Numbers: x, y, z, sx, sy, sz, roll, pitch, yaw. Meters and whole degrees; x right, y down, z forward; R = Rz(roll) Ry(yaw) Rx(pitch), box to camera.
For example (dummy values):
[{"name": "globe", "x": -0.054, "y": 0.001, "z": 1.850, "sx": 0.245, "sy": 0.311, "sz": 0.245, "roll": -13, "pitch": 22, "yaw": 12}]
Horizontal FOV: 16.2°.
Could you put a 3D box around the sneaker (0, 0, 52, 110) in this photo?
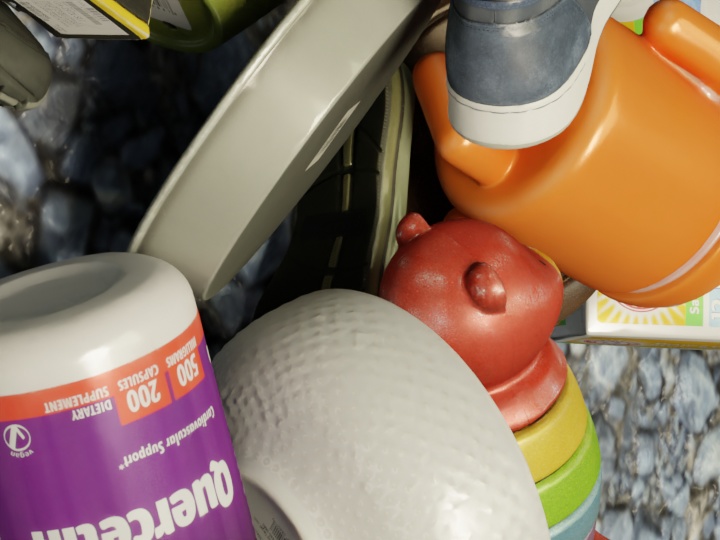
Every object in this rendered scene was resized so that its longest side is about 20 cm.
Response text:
[{"name": "sneaker", "x": -0.171, "y": -0.134, "z": 0.943, "sx": 0.079, "sy": 0.075, "sz": 0.200, "roll": -57, "pitch": 136, "yaw": -13}]

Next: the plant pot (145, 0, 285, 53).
[{"name": "plant pot", "x": -0.046, "y": -0.197, "z": 1.071, "sx": 0.200, "sy": 0.187, "sz": 0.187, "roll": -59, "pitch": 135, "yaw": -20}]

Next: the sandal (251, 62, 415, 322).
[{"name": "sandal", "x": 0.001, "y": -0.001, "z": 1.177, "sx": 0.057, "sy": 0.080, "sz": 0.201, "roll": 20, "pitch": 81, "yaw": -43}]

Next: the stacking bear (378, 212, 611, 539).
[{"name": "stacking bear", "x": 0.056, "y": 0.066, "z": 1.129, "sx": 0.114, "sy": 0.121, "sz": 0.200, "roll": -22, "pitch": 126, "yaw": -18}]

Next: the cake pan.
[{"name": "cake pan", "x": -0.028, "y": -0.066, "z": 1.076, "sx": 0.037, "sy": 0.200, "sz": 0.200, "roll": 37, "pitch": 47, "yaw": 2}]

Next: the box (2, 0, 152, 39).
[{"name": "box", "x": -0.119, "y": -0.205, "z": 0.930, "sx": 0.160, "sy": 0.049, "sz": 0.200, "roll": 33, "pitch": 61, "yaw": -61}]

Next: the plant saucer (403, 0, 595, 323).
[{"name": "plant saucer", "x": 0.065, "y": -0.062, "z": 1.256, "sx": 0.200, "sy": 0.032, "sz": 0.201, "roll": 0, "pitch": 90, "yaw": -26}]

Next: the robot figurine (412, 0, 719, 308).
[{"name": "robot figurine", "x": 0.116, "y": -0.054, "z": 1.188, "sx": 0.200, "sy": 0.117, "sz": 0.144, "roll": 28, "pitch": 83, "yaw": -39}]

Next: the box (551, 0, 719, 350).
[{"name": "box", "x": 0.159, "y": -0.058, "z": 1.369, "sx": 0.112, "sy": 0.101, "sz": 0.200, "roll": 1, "pitch": 87, "yaw": -12}]

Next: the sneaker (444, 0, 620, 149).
[{"name": "sneaker", "x": 0.069, "y": -0.166, "z": 1.037, "sx": 0.202, "sy": 0.077, "sz": 0.146, "roll": -78, "pitch": 163, "yaw": -51}]

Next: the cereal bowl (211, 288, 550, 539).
[{"name": "cereal bowl", "x": -0.014, "y": 0.114, "z": 1.083, "sx": 0.083, "sy": 0.200, "sz": 0.200, "roll": -21, "pitch": 107, "yaw": -35}]

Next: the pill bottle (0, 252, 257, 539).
[{"name": "pill bottle", "x": -0.101, "y": 0.101, "z": 1.017, "sx": 0.112, "sy": 0.112, "sz": 0.200, "roll": -35, "pitch": 117, "yaw": -50}]
